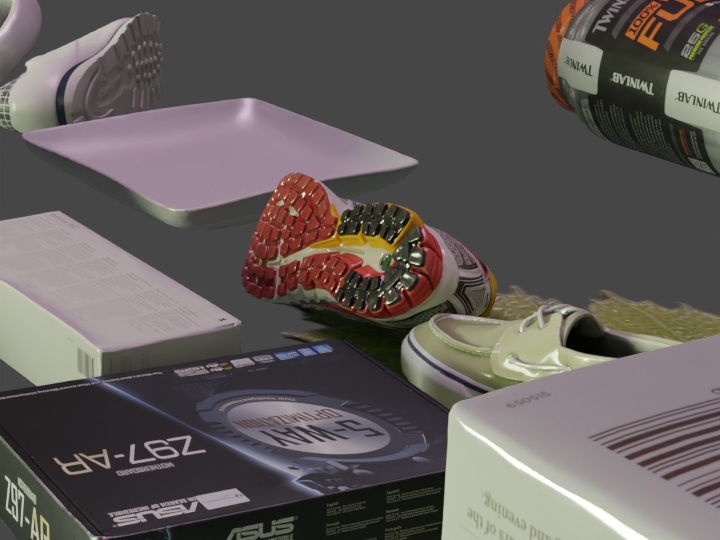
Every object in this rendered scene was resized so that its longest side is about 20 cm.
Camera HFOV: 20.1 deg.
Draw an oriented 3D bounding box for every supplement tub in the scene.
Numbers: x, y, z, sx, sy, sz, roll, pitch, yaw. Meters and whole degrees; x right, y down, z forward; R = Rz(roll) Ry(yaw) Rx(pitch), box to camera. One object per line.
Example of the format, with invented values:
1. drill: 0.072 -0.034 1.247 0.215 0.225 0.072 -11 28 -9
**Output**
1. supplement tub: 0.236 -0.139 1.473 0.122 0.123 0.200 -14 25 -39

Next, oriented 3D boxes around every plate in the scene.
1. plate: -0.096 -0.070 1.373 0.200 0.032 0.199 -13 25 -37

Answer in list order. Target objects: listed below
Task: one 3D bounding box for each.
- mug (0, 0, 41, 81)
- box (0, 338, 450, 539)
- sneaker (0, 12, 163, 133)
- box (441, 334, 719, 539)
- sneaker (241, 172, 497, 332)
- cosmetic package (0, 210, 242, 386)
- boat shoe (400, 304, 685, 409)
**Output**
1. mug: -0.282 -0.111 1.252 0.200 0.148 0.175 -32 29 8
2. box: -0.057 0.089 0.911 0.200 0.044 0.160 -8 22 -27
3. sneaker: -0.207 -0.148 1.529 0.080 0.077 0.200 -1 16 18
4. box: 0.155 0.131 0.627 0.200 0.172 0.199 -10 23 -34
5. sneaker: 0.000 0.000 1.154 0.082 0.078 0.200 24 -1 -34
6. cosmetic package: -0.148 0.024 1.074 0.082 0.051 0.200 -13 25 -32
7. boat shoe: 0.106 0.048 1.018 0.200 0.062 0.072 16 23 36
